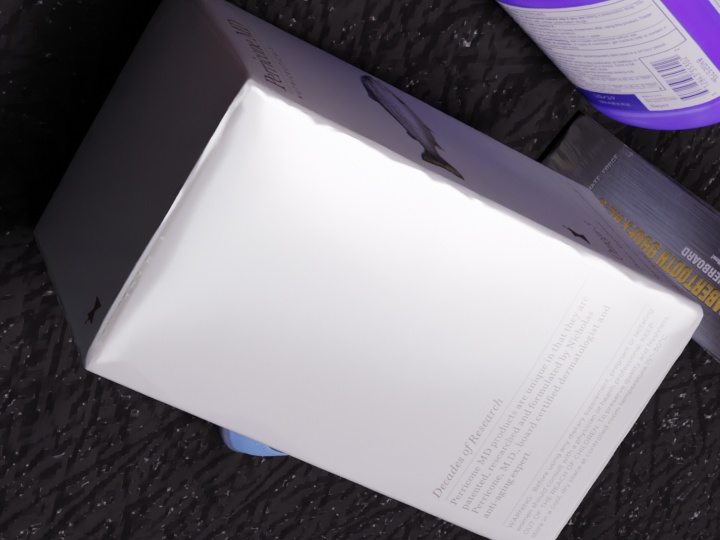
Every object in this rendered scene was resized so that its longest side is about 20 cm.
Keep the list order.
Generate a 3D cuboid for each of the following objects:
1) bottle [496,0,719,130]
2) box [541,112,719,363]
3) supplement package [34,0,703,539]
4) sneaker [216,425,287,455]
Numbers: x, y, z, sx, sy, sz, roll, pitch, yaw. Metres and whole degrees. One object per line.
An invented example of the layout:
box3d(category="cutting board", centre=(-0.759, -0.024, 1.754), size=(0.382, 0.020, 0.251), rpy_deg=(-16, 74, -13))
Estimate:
box3d(category="bottle", centre=(0.085, -0.125, 0.851), size=(0.200, 0.083, 0.065), rpy_deg=(39, 60, -47))
box3d(category="box", centre=(0.181, 0.021, 0.986), size=(0.200, 0.158, 0.048), rpy_deg=(29, 100, -48))
box3d(category="supplement package", centre=(0.000, 0.000, 0.814), size=(0.200, 0.117, 0.117), rpy_deg=(25, 106, -26))
box3d(category="sneaker", centre=(0.035, 0.042, 0.945), size=(0.200, 0.082, 0.074), rpy_deg=(-14, 132, -27))
